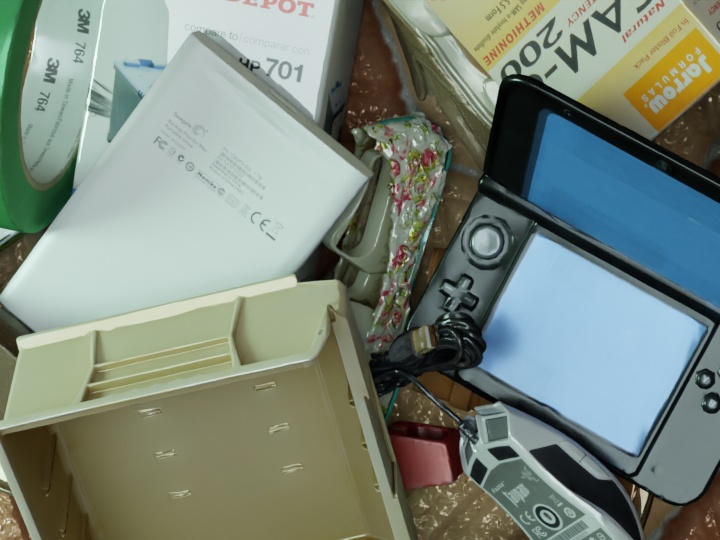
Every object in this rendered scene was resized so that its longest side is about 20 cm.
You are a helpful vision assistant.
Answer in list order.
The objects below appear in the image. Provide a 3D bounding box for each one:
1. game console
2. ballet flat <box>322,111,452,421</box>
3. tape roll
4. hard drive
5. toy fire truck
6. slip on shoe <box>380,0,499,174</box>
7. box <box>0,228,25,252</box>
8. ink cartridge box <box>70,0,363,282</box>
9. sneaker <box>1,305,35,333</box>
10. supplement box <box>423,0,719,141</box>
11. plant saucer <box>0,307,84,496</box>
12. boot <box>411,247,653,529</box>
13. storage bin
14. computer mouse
[{"bbox_3d":[0.134,0.015,1.216,0.199,0.116,0.177,30,96,13],"label":"game console"},{"bbox_3d":[0.000,0.000,1.320,0.075,0.064,0.201,17,96,53],"label":"ballet flat"},{"bbox_3d":[-0.193,-0.124,1.277,0.048,0.200,0.202,11,99,9],"label":"tape roll"},{"bbox_3d":[-0.103,-0.019,1.279,0.132,0.026,0.200,39,106,2],"label":"hard drive"},{"bbox_3d":[-0.031,0.172,1.364,0.198,0.049,0.142,-6,96,12],"label":"toy fire truck"},{"bbox_3d":[0.051,-0.126,1.302,0.200,0.076,0.061,46,119,-3],"label":"slip on shoe"},{"bbox_3d":[-0.296,-0.087,1.387,0.110,0.035,0.201,-33,90,13],"label":"box"},{"bbox_3d":[-0.088,-0.093,1.321,0.145,0.086,0.201,12,102,9],"label":"ink cartridge box"},{"bbox_3d":[-0.121,0.045,1.361,0.199,0.080,0.087,24,85,2],"label":"sneaker"},{"bbox_3d":[0.117,-0.164,1.237,0.200,0.073,0.126,48,127,2],"label":"supplement box"},{"bbox_3d":[-0.241,0.064,1.347,0.200,0.201,0.037,31,58,6],"label":"plant saucer"},{"bbox_3d":[0.105,0.083,1.317,0.154,0.074,0.202,6,88,10],"label":"boot"},{"bbox_3d":[-0.082,0.123,1.248,0.197,0.094,0.201,-12,121,6],"label":"storage bin"},{"bbox_3d":[0.092,0.104,1.254,0.200,0.044,0.110,45,145,-2],"label":"computer mouse"}]
